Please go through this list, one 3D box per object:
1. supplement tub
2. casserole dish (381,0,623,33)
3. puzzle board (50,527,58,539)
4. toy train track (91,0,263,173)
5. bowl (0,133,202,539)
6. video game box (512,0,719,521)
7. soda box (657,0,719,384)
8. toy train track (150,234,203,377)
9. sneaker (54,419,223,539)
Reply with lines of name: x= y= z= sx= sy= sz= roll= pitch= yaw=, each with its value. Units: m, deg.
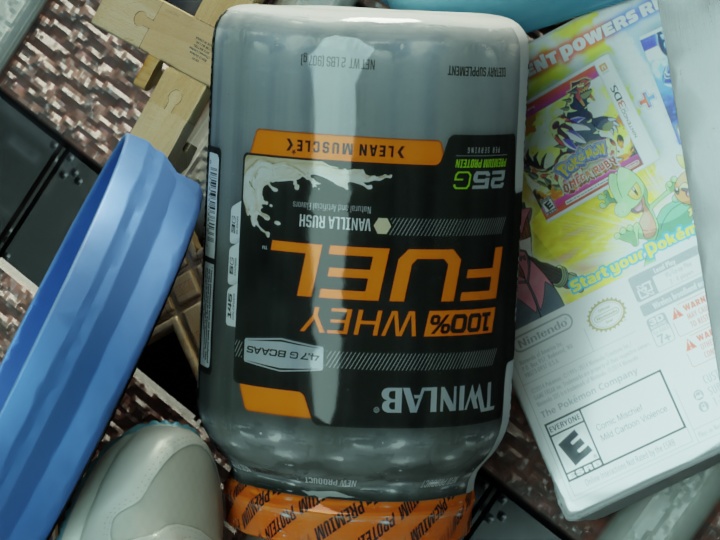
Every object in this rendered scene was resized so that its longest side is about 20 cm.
supplement tub: x=0.000 y=0.000 z=1.103 sx=0.122 sy=0.123 sz=0.200 roll=4 pitch=96 yaw=22
casserole dish: x=0.081 y=-0.162 z=1.147 sx=0.200 sy=0.039 sz=0.121 roll=-17 pitch=61 yaw=23
puzzle board: x=-0.225 y=0.126 z=1.283 sx=0.200 sy=0.017 sz=0.151 roll=-7 pitch=83 yaw=22
toy train track: x=-0.040 y=-0.126 z=1.222 sx=0.115 sy=0.033 sz=0.200 roll=30 pitch=91 yaw=30
bowl: x=-0.118 y=0.044 z=1.116 sx=0.039 sy=0.201 sz=0.201 roll=27 pitch=97 yaw=-7
video game box: x=0.136 y=-0.023 z=1.132 sx=0.200 sy=0.047 sz=0.182 roll=-26 pitch=79 yaw=18
soda box: x=0.160 y=-0.025 z=1.064 sx=0.068 sy=0.063 sz=0.200 roll=-12 pitch=83 yaw=19
toy train track: x=-0.060 y=0.045 z=1.206 sx=0.115 sy=0.033 sz=0.200 roll=-29 pitch=77 yaw=18
sneaker: x=-0.069 y=0.152 z=1.047 sx=0.081 sy=0.076 sz=0.200 roll=-7 pitch=67 yaw=33
